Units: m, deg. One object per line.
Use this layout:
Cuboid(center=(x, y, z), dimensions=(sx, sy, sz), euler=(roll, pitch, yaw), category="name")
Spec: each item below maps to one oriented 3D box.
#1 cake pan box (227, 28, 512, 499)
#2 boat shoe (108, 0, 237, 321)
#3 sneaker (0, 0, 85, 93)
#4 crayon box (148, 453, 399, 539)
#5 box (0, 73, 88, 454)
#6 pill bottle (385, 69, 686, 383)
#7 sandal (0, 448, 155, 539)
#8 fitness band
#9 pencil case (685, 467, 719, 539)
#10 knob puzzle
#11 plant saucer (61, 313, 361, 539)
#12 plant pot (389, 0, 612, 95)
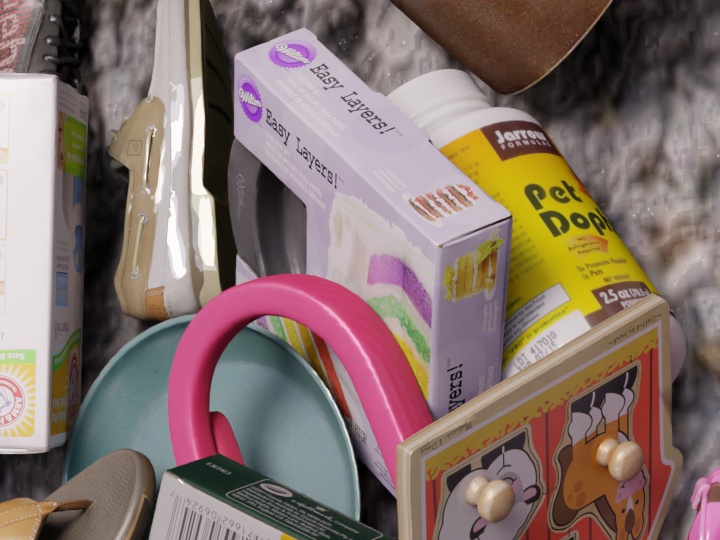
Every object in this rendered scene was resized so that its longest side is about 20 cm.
Cuboid(center=(0.000, 0.000, 1.171), dimensions=(0.052, 0.185, 0.200), euler=(-19, 44, -27), category="cake pan box")
Cuboid(center=(-0.111, -0.068, 1.312), dimensions=(0.068, 0.075, 0.201), euler=(-7, 69, 12), category="boat shoe")
Cuboid(center=(-0.195, -0.121, 1.365), dimensions=(0.097, 0.071, 0.201), euler=(20, 81, 26), category="sneaker")
Cuboid(center=(-0.054, 0.206, 1.110), dimensions=(0.125, 0.051, 0.201), euler=(23, 108, 27), category="crayon box")
Cuboid(center=(-0.209, -0.003, 1.262), dimensions=(0.101, 0.112, 0.202), euler=(1, 88, 2), category="box")
Cuboid(center=(0.077, -0.008, 1.200), dimensions=(0.109, 0.109, 0.201), euler=(-35, 63, 5), category="pill bottle")
Cuboid(center=(-0.197, 0.155, 1.207), dimensions=(0.199, 0.055, 0.082), euler=(-28, 42, 7), category="sandal")
Cuboid(center=(-0.023, 0.100, 1.127), dimensions=(0.143, 0.037, 0.201), euler=(-28, 81, 37), category="fitness band")
Cuboid(center=(0.252, 0.133, 1.097), dimensions=(0.199, 0.091, 0.094), euler=(-5, 104, 17), category="pencil case")
Cuboid(center=(0.094, 0.135, 1.102), dimensions=(0.030, 0.220, 0.220), euler=(26, 80, 41), category="knob puzzle")
Cuboid(center=(-0.074, 0.124, 1.222), dimensions=(0.199, 0.036, 0.202), euler=(-2, 87, 34), category="plant saucer")
Cuboid(center=(0.041, -0.224, 1.203), dimensions=(0.199, 0.187, 0.188), euler=(30, 80, -15), category="plant pot")
